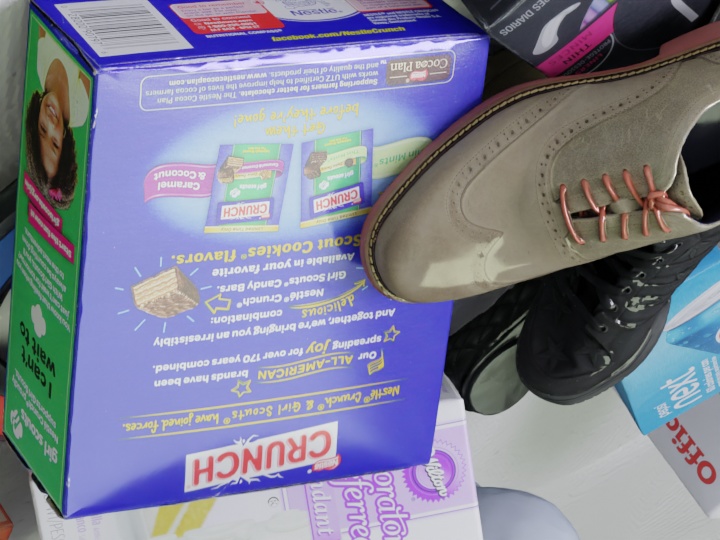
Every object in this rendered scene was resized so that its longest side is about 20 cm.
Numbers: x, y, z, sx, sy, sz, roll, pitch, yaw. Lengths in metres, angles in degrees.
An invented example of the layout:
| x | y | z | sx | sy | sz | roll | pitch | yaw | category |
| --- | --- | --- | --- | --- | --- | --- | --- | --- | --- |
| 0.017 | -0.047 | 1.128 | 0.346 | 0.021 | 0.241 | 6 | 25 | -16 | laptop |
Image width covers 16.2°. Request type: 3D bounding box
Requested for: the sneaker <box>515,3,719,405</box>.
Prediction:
| x | y | z | sx | sy | sz | roll | pitch | yaw | category |
| --- | --- | --- | --- | --- | --- | --- | --- | --- | --- |
| 0.121 | -0.026 | 1.073 | 0.200 | 0.060 | 0.104 | -47 | 152 | 14 | sneaker |

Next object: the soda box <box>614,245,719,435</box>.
| x | y | z | sx | sy | sz | roll | pitch | yaw | category |
| --- | --- | --- | --- | --- | --- | --- | --- | --- | --- |
| 0.143 | 0.015 | 1.237 | 0.068 | 0.064 | 0.200 | -29 | 159 | 2 | soda box |

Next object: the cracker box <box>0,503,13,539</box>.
| x | y | z | sx | sy | sz | roll | pitch | yaw | category |
| --- | --- | --- | --- | --- | --- | --- | --- | --- | --- |
| -0.270 | 0.157 | 1.139 | 0.200 | 0.058 | 0.134 | -11 | 142 | -41 | cracker box |

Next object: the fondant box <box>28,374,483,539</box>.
| x | y | z | sx | sy | sz | roll | pitch | yaw | category |
| --- | --- | --- | --- | --- | --- | --- | --- | --- | --- |
| -0.044 | 0.136 | 1.165 | 0.200 | 0.058 | 0.145 | -11 | 104 | -7 | fondant box |

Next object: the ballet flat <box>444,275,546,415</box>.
| x | y | z | sx | sy | sz | roll | pitch | yaw | category |
| --- | --- | --- | --- | --- | --- | --- | --- | --- | --- |
| 0.116 | -0.003 | 1.352 | 0.200 | 0.057 | 0.066 | -41 | 130 | -2 | ballet flat |

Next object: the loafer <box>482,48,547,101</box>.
| x | y | z | sx | sy | sz | roll | pitch | yaw | category |
| --- | --- | --- | --- | --- | --- | --- | --- | --- | --- |
| 0.106 | -0.057 | 1.217 | 0.200 | 0.067 | 0.076 | 7 | 131 | -53 | loafer |

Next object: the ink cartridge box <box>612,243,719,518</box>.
| x | y | z | sx | sy | sz | roll | pitch | yaw | category |
| --- | --- | --- | --- | --- | --- | --- | --- | --- | --- |
| 0.231 | 0.019 | 1.392 | 0.084 | 0.145 | 0.200 | -3 | 139 | -45 | ink cartridge box |

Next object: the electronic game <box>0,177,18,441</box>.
| x | y | z | sx | sy | sz | roll | pitch | yaw | category |
| --- | --- | --- | --- | --- | --- | --- | --- | --- | --- |
| -0.107 | 0.005 | 1.102 | 0.200 | 0.042 | 0.200 | -28 | 152 | -16 | electronic game |

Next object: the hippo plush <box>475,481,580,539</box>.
| x | y | z | sx | sy | sz | roll | pitch | yaw | category |
| --- | --- | --- | --- | --- | --- | --- | --- | --- | --- |
| 0.044 | 0.134 | 1.306 | 0.200 | 0.161 | 0.159 | -62 | 167 | 13 | hippo plush |

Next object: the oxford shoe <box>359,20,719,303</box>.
| x | y | z | sx | sy | sz | roll | pitch | yaw | category |
| --- | --- | --- | --- | --- | --- | --- | --- | --- | --- |
| 0.094 | -0.038 | 0.969 | 0.200 | 0.075 | 0.071 | -27 | 115 | 0 | oxford shoe |

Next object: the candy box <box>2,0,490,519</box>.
| x | y | z | sx | sy | sz | roll | pitch | yaw | category |
| --- | --- | --- | --- | --- | --- | --- | --- | --- | --- |
| -0.049 | -0.010 | 1.013 | 0.169 | 0.077 | 0.200 | -7 | 120 | -26 | candy box |

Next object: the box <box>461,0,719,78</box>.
| x | y | z | sx | sy | sz | roll | pitch | yaw | category |
| --- | --- | --- | --- | --- | --- | --- | --- | --- | --- |
| 0.108 | -0.143 | 1.044 | 0.122 | 0.106 | 0.200 | -42 | 152 | 14 | box |
